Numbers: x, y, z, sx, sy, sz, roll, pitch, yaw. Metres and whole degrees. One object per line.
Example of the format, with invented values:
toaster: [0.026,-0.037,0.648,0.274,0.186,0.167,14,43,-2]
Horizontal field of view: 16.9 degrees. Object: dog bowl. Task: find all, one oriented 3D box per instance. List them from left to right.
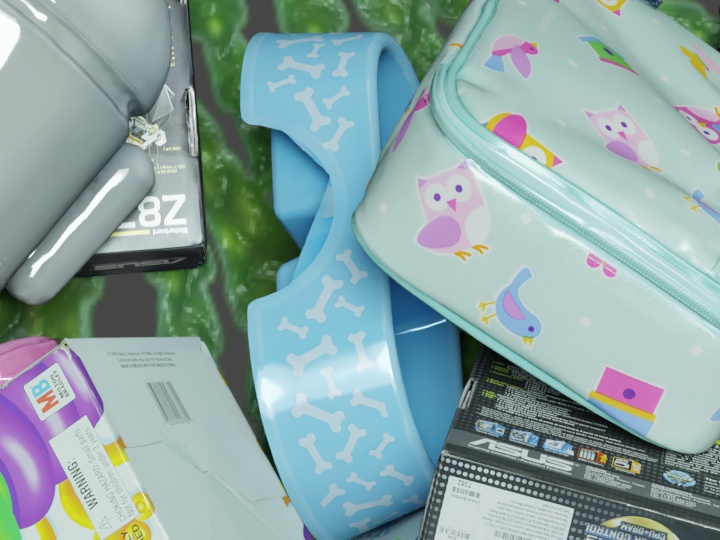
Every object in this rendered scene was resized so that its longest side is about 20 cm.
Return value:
dog bowl: [0.000,0.000,0.883,0.049,0.112,0.201,-12,59,15]

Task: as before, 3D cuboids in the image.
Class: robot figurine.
robot figurine: [-0.144,-0.059,0.856,0.200,0.113,0.170,-52,130,-8]

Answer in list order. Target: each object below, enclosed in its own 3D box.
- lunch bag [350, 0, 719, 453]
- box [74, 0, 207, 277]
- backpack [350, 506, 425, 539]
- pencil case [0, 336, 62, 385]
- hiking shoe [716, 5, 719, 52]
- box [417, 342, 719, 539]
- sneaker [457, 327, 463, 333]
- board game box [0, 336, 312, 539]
lunch bag: [0.092,-0.030,0.845,0.160,0.200,0.077,32,119,0]
box: [-0.162,-0.076,0.939,0.199,0.049,0.162,-5,79,-4]
backpack: [0.070,0.177,0.853,0.182,0.147,0.201,14,70,-22]
pencil case: [-0.107,0.129,0.893,0.093,0.091,0.201,-30,80,28]
hiking shoe: [0.167,-0.077,0.948,0.100,0.076,0.201,-32,85,-12]
box: [0.128,0.075,0.824,0.199,0.160,0.045,15,110,5]
sneaker: [0.117,0.047,0.937,0.200,0.070,0.082,37,97,5]
board game box: [-0.126,0.117,0.799,0.200,0.105,0.103,-34,78,18]
